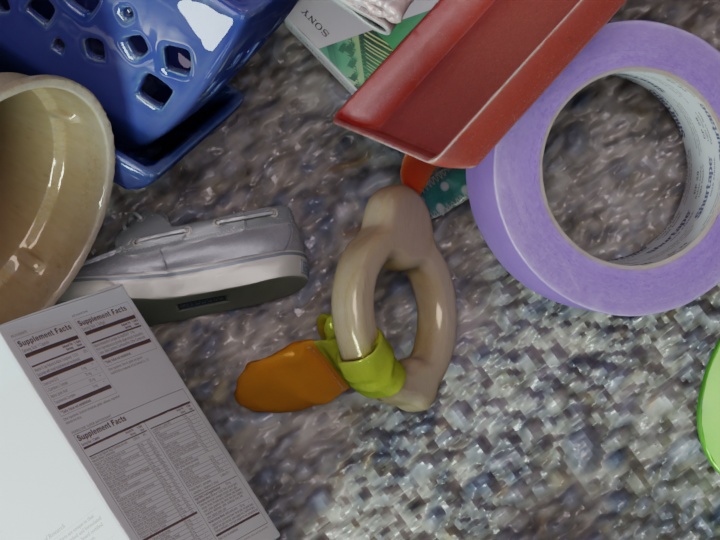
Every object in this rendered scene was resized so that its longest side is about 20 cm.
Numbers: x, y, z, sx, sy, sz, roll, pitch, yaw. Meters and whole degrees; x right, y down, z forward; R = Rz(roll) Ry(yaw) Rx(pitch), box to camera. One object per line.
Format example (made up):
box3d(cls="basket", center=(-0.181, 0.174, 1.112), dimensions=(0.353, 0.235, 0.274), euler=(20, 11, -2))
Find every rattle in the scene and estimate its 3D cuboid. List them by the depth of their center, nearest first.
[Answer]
box3d(cls="rattle", center=(0.000, 0.000, 1.667), dimensions=(0.129, 0.142, 0.202), euler=(15, 70, -34))

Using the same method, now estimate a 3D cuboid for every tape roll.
box3d(cls="tape roll", center=(0.178, -0.071, 1.630), dimensions=(0.198, 0.085, 0.202), euler=(-1, 93, -10))

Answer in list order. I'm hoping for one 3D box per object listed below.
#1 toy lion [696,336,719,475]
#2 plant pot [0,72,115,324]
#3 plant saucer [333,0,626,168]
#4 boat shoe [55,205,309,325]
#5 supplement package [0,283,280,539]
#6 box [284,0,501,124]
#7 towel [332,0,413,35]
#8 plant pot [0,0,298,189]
box3d(cls="toy lion", center=(0.325, 0.131, 1.640), dimensions=(0.198, 0.069, 0.193), euler=(20, 90, 4))
box3d(cls="plant pot", center=(-0.293, -0.070, 1.526), dimensions=(0.183, 0.200, 0.201), euler=(30, 83, 28))
box3d(cls="plant saucer", center=(0.089, -0.149, 1.593), dimensions=(0.200, 0.200, 0.037), euler=(-48, 112, -5))
box3d(cls="boat shoe", center=(-0.138, -0.007, 1.663), dimensions=(0.199, 0.070, 0.072), euler=(-8, 71, -4))
box3d(cls="supplement package", center=(-0.188, 0.143, 1.526), dimensions=(0.151, 0.150, 0.201), euler=(-37, 83, 28))
box3d(cls="box", center=(0.063, -0.197, 1.699), dimensions=(0.200, 0.036, 0.144), euler=(-44, 83, -4))
box3d(cls="towel", center=(-0.019, -0.271, 1.572), dimensions=(0.199, 0.032, 0.192), euler=(30, 59, 2))
box3d(cls="plant pot", center=(-0.157, -0.183, 1.609), dimensions=(0.199, 0.200, 0.181), euler=(31, 120, 5))
